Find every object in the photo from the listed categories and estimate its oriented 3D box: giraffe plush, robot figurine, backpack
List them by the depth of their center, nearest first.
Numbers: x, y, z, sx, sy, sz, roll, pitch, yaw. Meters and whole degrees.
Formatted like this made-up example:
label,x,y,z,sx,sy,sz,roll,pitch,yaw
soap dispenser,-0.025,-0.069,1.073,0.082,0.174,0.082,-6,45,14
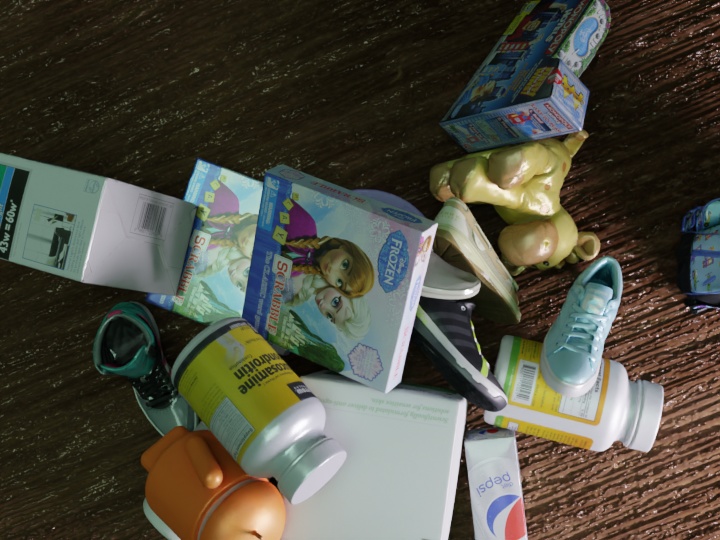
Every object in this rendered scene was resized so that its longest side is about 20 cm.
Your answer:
label,x,y,z,sx,sy,sz,roll,pitch,yaw
robot figurine,-0.165,0.259,1.221,0.200,0.116,0.145,34,112,33
backpack,0.464,-0.017,1.242,0.181,0.200,0.136,-1,88,8
giraffe plush,0.201,-0.073,1.319,0.199,0.172,0.163,-18,97,-28

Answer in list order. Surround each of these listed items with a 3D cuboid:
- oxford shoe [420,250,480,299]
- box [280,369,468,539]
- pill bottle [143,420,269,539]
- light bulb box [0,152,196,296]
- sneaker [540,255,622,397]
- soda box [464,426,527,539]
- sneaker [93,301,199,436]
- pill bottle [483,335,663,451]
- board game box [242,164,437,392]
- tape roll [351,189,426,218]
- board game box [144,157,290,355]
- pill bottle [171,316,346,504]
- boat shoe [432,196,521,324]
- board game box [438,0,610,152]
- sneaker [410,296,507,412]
label,x,y,z,sx,sy,sz,roll,pitch,yaw
oxford shoe,0.044,-0.019,1.239,0.199,0.075,0.058,22,112,12
box,0.019,0.233,1.305,0.197,0.171,0.202,8,90,9
pill bottle,-0.172,0.246,1.359,0.114,0.114,0.200,37,93,7
light bulb box,-0.344,-0.056,1.327,0.199,0.198,0.126,14,89,24
sneaker,0.261,0.056,1.270,0.073,0.201,0.082,15,135,11
soda box,0.169,0.297,1.327,0.063,0.068,0.202,-6,93,7
sneaker,-0.273,0.131,1.371,0.083,0.121,0.201,-29,85,5
pill bottle,0.257,0.154,1.308,0.199,0.111,0.112,14,90,7
board game box,-0.030,0.009,1.211,0.198,0.041,0.201,21,116,21
tape roll,0.000,0.000,1.335,0.198,0.085,0.202,-1,94,-8
board game box,-0.152,-0.018,1.400,0.198,0.041,0.201,20,91,7
pill bottle,-0.109,0.155,1.191,0.112,0.112,0.200,-46,71,4
boat shoe,0.145,-0.005,1.308,0.073,0.201,0.063,3,57,44
board game box,0.214,-0.229,1.279,0.062,0.200,0.200,39,82,-26
sneaker,0.113,0.072,1.260,0.083,0.072,0.200,-39,79,-15
